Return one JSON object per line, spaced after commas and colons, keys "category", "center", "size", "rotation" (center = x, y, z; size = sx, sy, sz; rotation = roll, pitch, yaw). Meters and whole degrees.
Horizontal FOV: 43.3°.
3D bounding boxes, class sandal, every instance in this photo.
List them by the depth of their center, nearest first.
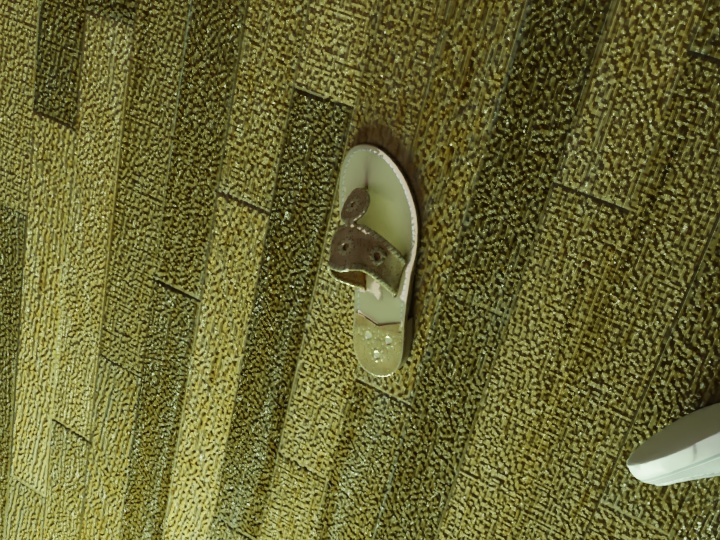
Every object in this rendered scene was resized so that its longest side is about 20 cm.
{"category": "sandal", "center": [0.005, 0.000, 0.785], "size": [0.077, 0.070, 0.212], "rotation": [5, 109, 28]}

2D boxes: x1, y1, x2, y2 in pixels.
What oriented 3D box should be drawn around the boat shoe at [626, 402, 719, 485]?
{"category": "boat shoe", "center": [0.299, 0.128, 0.669], "size": [0.200, 0.072, 0.069], "rotation": [-30, 90, 25]}
